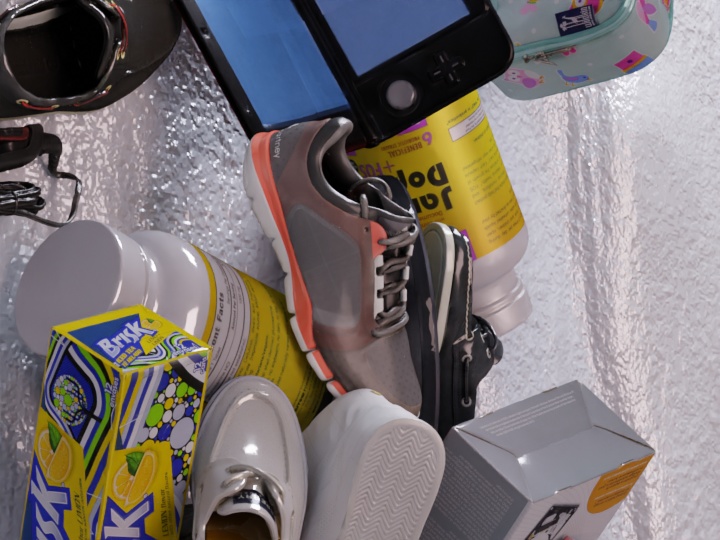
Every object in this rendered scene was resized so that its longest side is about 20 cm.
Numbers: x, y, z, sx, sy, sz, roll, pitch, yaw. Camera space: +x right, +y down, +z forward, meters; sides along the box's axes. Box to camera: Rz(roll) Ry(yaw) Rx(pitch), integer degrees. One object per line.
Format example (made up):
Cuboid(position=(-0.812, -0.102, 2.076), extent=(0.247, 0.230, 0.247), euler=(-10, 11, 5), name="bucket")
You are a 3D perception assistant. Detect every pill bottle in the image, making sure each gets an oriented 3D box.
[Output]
Cuboid(position=(0.051, -0.051, 1.853), extent=(0.104, 0.104, 0.200), euler=(-41, 115, -48), name="pill bottle")
Cuboid(position=(-0.108, 0.044, 1.625), extent=(0.200, 0.112, 0.113), euler=(30, 61, -45), name="pill bottle")

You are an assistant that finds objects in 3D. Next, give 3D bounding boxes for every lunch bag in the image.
Cuboid(position=(0.145, -0.225, 1.966), extent=(0.077, 0.160, 0.200), euler=(38, 49, -48), name="lunch bag")

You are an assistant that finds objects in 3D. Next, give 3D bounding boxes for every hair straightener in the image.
Cuboid(position=(-0.227, -0.045, 1.549), extent=(0.200, 0.041, 0.077), euler=(-2, 74, -58), name="hair straightener")

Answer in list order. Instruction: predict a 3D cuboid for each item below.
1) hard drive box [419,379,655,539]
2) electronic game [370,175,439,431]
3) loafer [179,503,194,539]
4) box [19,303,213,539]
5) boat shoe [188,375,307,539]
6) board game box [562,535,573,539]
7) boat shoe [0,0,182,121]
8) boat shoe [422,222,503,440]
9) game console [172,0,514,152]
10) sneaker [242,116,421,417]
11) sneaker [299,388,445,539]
Cuboid(position=(0.082, 0.182, 1.780), extent=(0.077, 0.200, 0.156), euler=(44, 32, 22), name="hard drive box")
Cuboid(position=(0.022, 0.038, 1.758), extent=(0.042, 0.200, 0.200), euler=(-5, 86, -11), name="electronic game")
Cuboid(position=(-0.065, 0.175, 1.686), extent=(0.200, 0.075, 0.070), euler=(1, 79, -52), name="loafer")
Cuboid(position=(-0.143, 0.125, 1.528), extent=(0.070, 0.064, 0.200), euler=(-16, 126, -44), name="box")
Cuboid(position=(-0.064, 0.140, 1.515), extent=(0.071, 0.070, 0.200), euler=(14, 58, -9), name="boat shoe")
Cuboid(position=(0.076, 0.261, 1.775), extent=(0.200, 0.019, 0.103), euler=(-43, 159, -7), name="board game box")
Cuboid(position=(-0.167, -0.132, 1.622), extent=(0.201, 0.063, 0.074), euler=(-22, 97, -53), name="boat shoe")
Cuboid(position=(0.062, 0.059, 1.814), extent=(0.066, 0.075, 0.200), euler=(-1, 112, -18), name="boat shoe")
Cuboid(position=(-0.022, -0.183, 1.727), extent=(0.200, 0.172, 0.119), euler=(61, 6, 6), name="game console")
Cuboid(position=(0.000, 0.000, 1.631), extent=(0.200, 0.082, 0.077), euler=(65, 25, -5), name="sneaker")
Cuboid(position=(-0.017, 0.167, 1.592), extent=(0.074, 0.116, 0.200), euler=(24, 94, -19), name="sneaker")
